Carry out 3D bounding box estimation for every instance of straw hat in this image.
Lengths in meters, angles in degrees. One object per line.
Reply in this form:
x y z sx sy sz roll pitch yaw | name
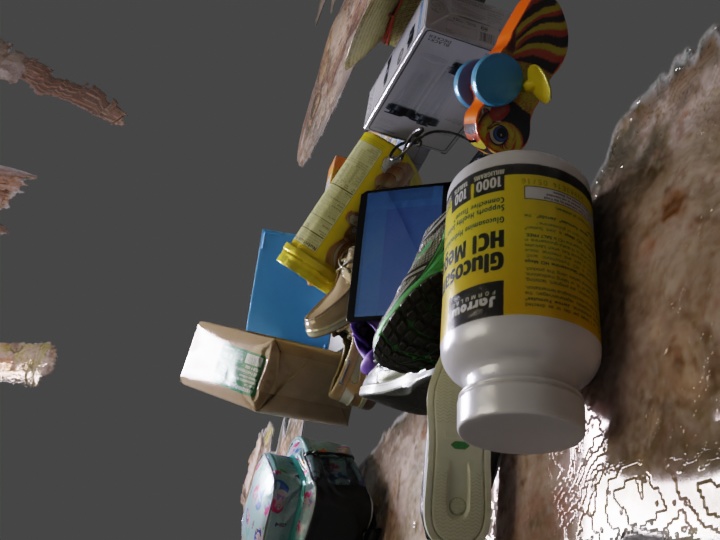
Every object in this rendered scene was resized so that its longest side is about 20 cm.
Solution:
0.065 -0.310 0.950 0.202 0.085 0.201 -61 1 2 | straw hat

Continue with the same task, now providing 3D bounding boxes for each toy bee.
0.133 -0.153 0.752 0.200 0.109 0.131 -44 16 19 | toy bee

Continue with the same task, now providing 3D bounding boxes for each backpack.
-0.068 0.304 0.991 0.200 0.150 0.179 -117 41 -77 | backpack

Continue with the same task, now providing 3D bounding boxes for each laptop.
0.071 -0.051 0.850 0.200 0.103 0.178 126 154 -57 | laptop

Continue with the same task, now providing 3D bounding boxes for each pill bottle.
0.115 0.023 0.576 0.113 0.112 0.201 125 155 -56 | pill bottle

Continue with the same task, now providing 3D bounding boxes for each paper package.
-0.130 0.149 1.166 0.199 0.190 0.104 8 83 46 | paper package

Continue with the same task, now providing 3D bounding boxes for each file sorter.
-0.106 0.041 1.358 0.123 0.138 0.201 -16 -64 -87 | file sorter

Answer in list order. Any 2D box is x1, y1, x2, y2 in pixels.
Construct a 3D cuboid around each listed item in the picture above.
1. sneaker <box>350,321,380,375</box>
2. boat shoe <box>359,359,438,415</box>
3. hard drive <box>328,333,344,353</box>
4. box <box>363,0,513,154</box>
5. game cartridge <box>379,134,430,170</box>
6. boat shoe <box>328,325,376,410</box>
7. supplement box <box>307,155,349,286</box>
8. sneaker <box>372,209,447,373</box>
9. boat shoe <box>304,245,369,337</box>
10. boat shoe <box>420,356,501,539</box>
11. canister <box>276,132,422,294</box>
0.026 0.055 0.969 0.200 0.083 0.081 -95 23 -56 | sneaker
0.061 0.103 0.814 0.202 0.074 0.065 140 148 -62 | boat shoe
-0.011 0.034 1.262 0.132 0.026 0.201 140 142 -68 | hard drive
0.090 -0.224 0.921 0.200 0.116 0.060 127 154 -60 | box
0.060 -0.180 1.174 0.200 0.041 0.134 128 157 -60 | game cartridge
-0.002 0.082 1.068 0.072 0.076 0.201 122 160 -60 | boat shoe
-0.031 -0.072 1.243 0.069 0.066 0.201 134 147 -75 | supplement box
0.079 0.008 0.736 0.200 0.078 0.085 -53 21 -4 | sneaker
0.000 0.000 0.955 0.200 0.065 0.072 -42 20 -20 | boat shoe
0.088 0.134 0.672 0.068 0.071 0.201 81 -159 -67 | boat shoe
-0.009 -0.065 1.040 0.201 0.086 0.149 -57 -17 -3 | canister
